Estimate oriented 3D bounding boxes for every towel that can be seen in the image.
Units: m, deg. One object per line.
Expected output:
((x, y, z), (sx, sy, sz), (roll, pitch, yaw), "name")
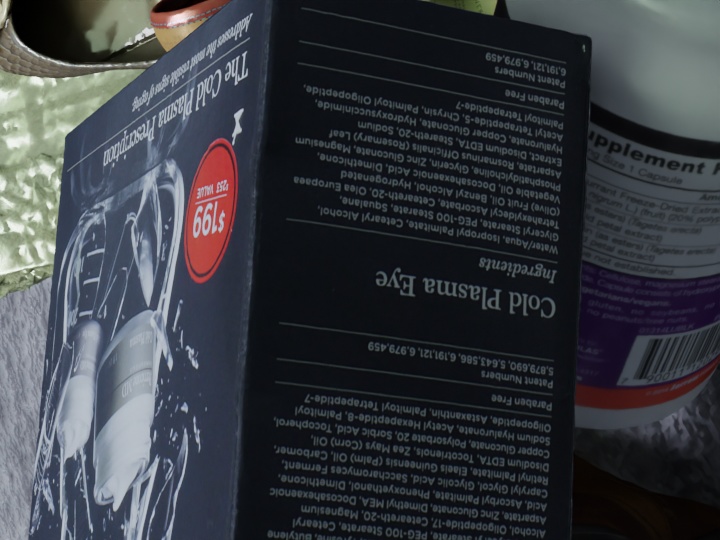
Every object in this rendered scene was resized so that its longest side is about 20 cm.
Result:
((-0.128, -0.070, 0.855), (0.199, 0.036, 0.149), (-14, 87, 19), "towel")

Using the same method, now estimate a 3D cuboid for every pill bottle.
((0.092, -0.053, 0.639), (0.112, 0.111, 0.201), (49, 143, 32), "pill bottle")

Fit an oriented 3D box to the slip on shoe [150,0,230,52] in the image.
((-0.007, -0.145, 0.697), (0.061, 0.201, 0.074), (38, 166, -31), "slip on shoe")

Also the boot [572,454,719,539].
((0.042, 0.082, 0.734), (0.200, 0.188, 0.069), (29, 113, 47), "boot")

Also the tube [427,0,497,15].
((0.031, -0.087, 0.782), (0.200, 0.052, 0.058), (163, 122, -66), "tube")

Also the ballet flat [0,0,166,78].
((-0.087, -0.105, 0.793), (0.199, 0.046, 0.068), (10, 96, 24), "ballet flat")

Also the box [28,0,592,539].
((-0.024, 0.031, 0.606), (0.200, 0.104, 0.183), (157, 118, -64), "box")
